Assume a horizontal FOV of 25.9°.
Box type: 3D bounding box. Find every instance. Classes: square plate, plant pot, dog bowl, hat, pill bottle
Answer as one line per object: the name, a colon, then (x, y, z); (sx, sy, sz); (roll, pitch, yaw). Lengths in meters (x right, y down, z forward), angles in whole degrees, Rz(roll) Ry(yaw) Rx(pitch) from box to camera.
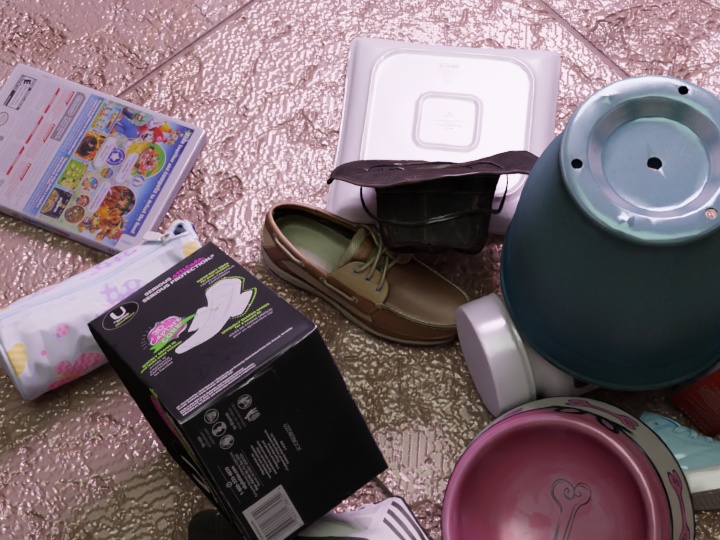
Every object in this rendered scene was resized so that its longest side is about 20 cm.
square plate: (0.078, -0.129, 1.418); (0.199, 0.028, 0.199); (5, 64, 5)
plant pot: (0.207, -0.038, 1.147); (0.199, 0.188, 0.201); (-1, 65, 1)
dog bowl: (0.149, 0.193, 1.182); (0.199, 0.074, 0.201); (-3, 82, 19)
hat: (0.065, -0.051, 1.287); (0.200, 0.201, 0.081); (-5, 98, 1)
pill bottle: (0.186, 0.040, 1.277); (0.199, 0.114, 0.114); (-20, 64, -7)

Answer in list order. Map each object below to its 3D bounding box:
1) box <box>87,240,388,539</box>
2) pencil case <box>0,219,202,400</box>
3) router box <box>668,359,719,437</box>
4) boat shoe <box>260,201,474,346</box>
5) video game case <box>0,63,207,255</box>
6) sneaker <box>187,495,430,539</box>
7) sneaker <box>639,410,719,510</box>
box: (-0.097, 0.094, 1.202); (0.124, 0.149, 0.200); (-34, 32, -13)
pencil case: (-0.215, 0.032, 1.317); (0.199, 0.091, 0.083); (-27, 65, -10)
router box: (0.350, 0.031, 1.233); (0.049, 0.180, 0.200); (44, 73, 5)
boat shoe: (0.000, 0.000, 1.330); (0.199, 0.074, 0.076); (22, 66, 14)
video game case: (-0.259, -0.100, 1.427); (0.199, 0.018, 0.144); (20, 65, 13)
sneaker: (-0.032, 0.219, 1.233); (0.200, 0.115, 0.076); (7, 105, 33)
sneaker: (0.254, 0.146, 1.242); (0.199, 0.074, 0.082); (-6, 68, 0)
